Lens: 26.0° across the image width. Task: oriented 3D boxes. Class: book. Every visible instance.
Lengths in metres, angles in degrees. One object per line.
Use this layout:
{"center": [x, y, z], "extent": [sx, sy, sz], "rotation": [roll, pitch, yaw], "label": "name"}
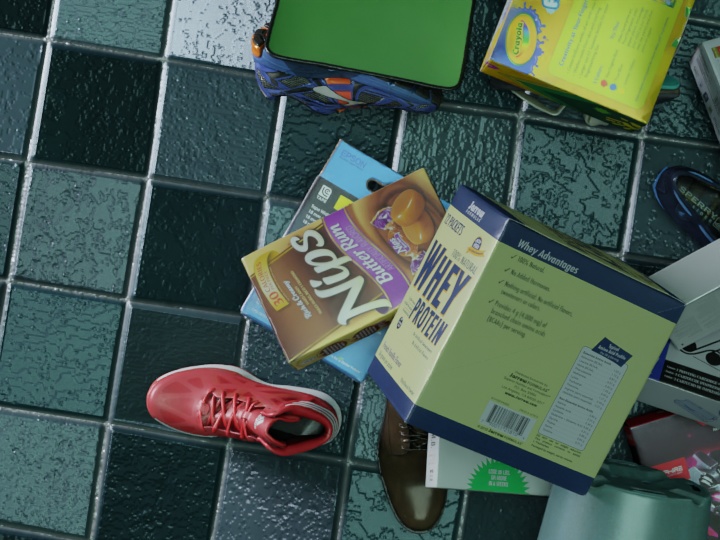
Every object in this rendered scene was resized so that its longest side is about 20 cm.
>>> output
{"center": [0.132, 0.118, 1.542], "extent": [0.133, 0.048, 0.201], "rotation": [7, 80, -24], "label": "book"}

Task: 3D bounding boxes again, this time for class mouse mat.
{"center": [0.013, -0.254, 1.563], "extent": [0.199, 0.008, 0.161], "rotation": [12, 54, 0], "label": "mouse mat"}

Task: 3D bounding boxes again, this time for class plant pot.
{"center": [0.244, 0.291, 1.491], "extent": [0.199, 0.200, 0.197], "rotation": [11, 96, 0], "label": "plant pot"}

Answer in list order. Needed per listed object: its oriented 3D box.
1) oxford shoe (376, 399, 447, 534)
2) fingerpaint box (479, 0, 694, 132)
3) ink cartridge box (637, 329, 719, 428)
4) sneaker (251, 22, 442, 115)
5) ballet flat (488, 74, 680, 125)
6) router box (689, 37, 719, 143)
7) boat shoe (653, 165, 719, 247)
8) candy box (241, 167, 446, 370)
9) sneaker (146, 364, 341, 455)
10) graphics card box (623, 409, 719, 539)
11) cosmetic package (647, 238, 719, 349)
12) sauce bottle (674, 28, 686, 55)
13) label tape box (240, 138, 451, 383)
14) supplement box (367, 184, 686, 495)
{"center": [0.052, 0.166, 1.563], "extent": [0.072, 0.084, 0.201], "rotation": [-5, 91, -2], "label": "oxford shoe"}
{"center": [0.230, -0.258, 1.511], "extent": [0.166, 0.073, 0.201], "rotation": [21, 86, -2], "label": "fingerpaint box"}
{"center": [0.310, 0.090, 1.547], "extent": [0.199, 0.044, 0.094], "rotation": [18, 51, 9], "label": "ink cartridge box"}
{"center": [-0.014, -0.193, 1.575], "extent": [0.199, 0.079, 0.075], "rotation": [15, 44, 4], "label": "sneaker"}
{"center": [0.221, -0.186, 1.582], "extent": [0.199, 0.073, 0.073], "rotation": [13, 89, -6], "label": "ballet flat"}
{"center": [0.446, -0.150, 1.548], "extent": [0.179, 0.049, 0.201], "rotation": [-14, 74, -9], "label": "router box"}
{"center": [0.381, -0.032, 1.572], "extent": [0.199, 0.069, 0.084], "rotation": [29, 89, 0], "label": "boat shoe"}
{"center": [0.000, 0.000, 1.505], "extent": [0.199, 0.056, 0.117], "rotation": [-27, 77, 2], "label": "candy box"}
{"center": [-0.118, 0.137, 1.546], "extent": [0.199, 0.116, 0.079], "rotation": [4, 89, 0], "label": "sneaker"}
{"center": [0.353, 0.232, 1.578], "extent": [0.125, 0.051, 0.201], "rotation": [-16, 90, 0], "label": "graphics card box"}
{"center": [0.371, -0.003, 1.486], "extent": [0.199, 0.083, 0.051], "rotation": [-29, 54, 12], "label": "cosmetic package"}
{"center": [0.231, -0.270, 1.580], "extent": [0.199, 0.065, 0.065], "rotation": [25, 89, -2], "label": "sauce bottle"}
{"center": [-0.009, -0.008, 1.575], "extent": [0.144, 0.063, 0.201], "rotation": [31, 89, 2], "label": "label tape box"}
{"center": [0.148, 0.062, 1.422], "extent": [0.199, 0.134, 0.200], "rotation": [24, 99, -20], "label": "supplement box"}
